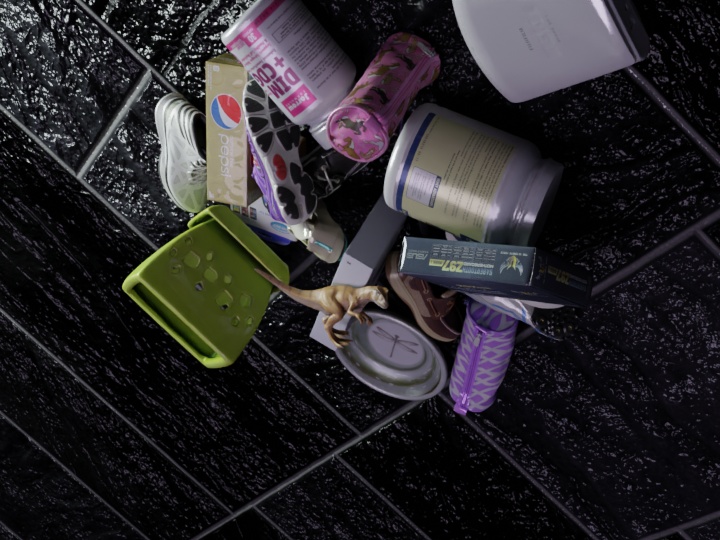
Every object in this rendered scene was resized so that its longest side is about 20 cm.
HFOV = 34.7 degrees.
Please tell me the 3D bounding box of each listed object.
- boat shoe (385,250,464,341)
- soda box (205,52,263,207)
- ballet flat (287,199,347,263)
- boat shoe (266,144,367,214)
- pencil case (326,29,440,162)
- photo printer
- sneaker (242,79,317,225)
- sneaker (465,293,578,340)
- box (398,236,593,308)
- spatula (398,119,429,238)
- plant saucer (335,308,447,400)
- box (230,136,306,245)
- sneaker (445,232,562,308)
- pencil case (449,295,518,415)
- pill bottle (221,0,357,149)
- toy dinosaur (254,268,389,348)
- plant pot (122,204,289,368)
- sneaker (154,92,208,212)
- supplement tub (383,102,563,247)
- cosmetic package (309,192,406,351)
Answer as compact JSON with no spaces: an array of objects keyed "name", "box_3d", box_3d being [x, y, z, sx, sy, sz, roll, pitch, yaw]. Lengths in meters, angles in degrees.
[{"name":"boat shoe","box_3d":[0.111,0.035,1.664,0.071,0.073,0.200,-14,136,27]},{"name":"soda box","box_3d":[-0.174,-0.196,1.618,0.067,0.064,0.203,11,114,19]},{"name":"ballet flat","box_3d":[-0.072,-0.064,1.645,0.070,0.069,0.200,55,176,-21]},{"name":"boat shoe","box_3d":[-0.051,-0.135,1.611,0.199,0.064,0.071,-30,124,30]},{"name":"pencil case","box_3d":[0.030,-0.214,1.407,0.082,0.201,0.087,24,137,10]},{"name":"photo printer","box_3d":[0.208,-0.286,1.319,0.198,0.070,0.167,-13,120,41]},{"name":"sneaker","box_3d":[-0.127,-0.157,1.562,0.083,0.080,0.203,-1,105,52]},{"name":"sneaker","box_3d":[0.217,0.033,1.624,0.198,0.073,0.072,30,172,-2]},{"name":"box","box_3d":[0.170,0.002,1.448,0.198,0.052,0.157,6,172,38]},{"name":"spatula","box_3d":[0.072,-0.119,1.590,0.020,0.057,0.202,-6,133,17]},{"name":"plant saucer","box_3d":[0.052,0.120,1.813,0.197,0.050,0.202,19,140,16]},{"name":"box","box_3d":[-0.139,-0.128,1.727,0.118,0.042,0.202,21,139,17]},{"name":"sneaker","box_3d":[0.209,-0.027,1.556,0.198,0.075,0.085,32,144,4]},{"name":"pencil case","box_3d":[0.181,0.123,1.707,0.083,0.086,0.202,18,137,13]},{"name":"pill bottle","box_3d":[-0.077,-0.264,1.499,0.200,0.114,0.113,47,138,-14]},{"name":"toy dinosaur","box_3d":[-0.042,0.045,1.592,0.197,0.060,0.108,2,107,24]},{"name":"plant pot","box_3d":[-0.231,0.019,1.786,0.200,0.182,0.199,44,162,-9]},{"name":"sneaker","box_3d":[-0.246,-0.155,1.718,0.115,0.075,0.203,35,144,40]},{"name":"supplement tub","box_3d":[0.144,-0.114,1.465,0.198,0.146,0.146,23,138,14]},{"name":"cosmetic package","box_3d":[0.000,0.000,1.665,0.051,0.151,0.201,30,139,5]}]
